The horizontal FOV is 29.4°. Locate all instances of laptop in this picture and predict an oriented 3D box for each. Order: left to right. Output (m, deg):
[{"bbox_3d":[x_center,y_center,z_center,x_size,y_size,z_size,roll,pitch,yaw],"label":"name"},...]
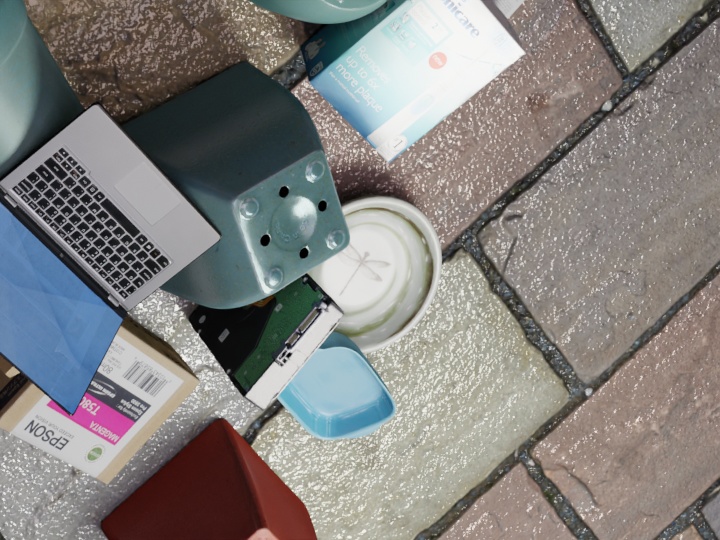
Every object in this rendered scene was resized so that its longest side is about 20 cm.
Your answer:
[{"bbox_3d":[-0.256,-0.009,1.272,0.199,0.116,0.187,-36,121,10],"label":"laptop"}]

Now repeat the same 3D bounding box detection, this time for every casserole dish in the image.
[{"bbox_3d":[-0.035,0.137,1.653,0.120,0.039,0.200,-21,139,13],"label":"casserole dish"}]

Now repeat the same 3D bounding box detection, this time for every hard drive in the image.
[{"bbox_3d":[-0.107,0.052,1.518,0.038,0.200,0.140,39,92,-33],"label":"hard drive"}]

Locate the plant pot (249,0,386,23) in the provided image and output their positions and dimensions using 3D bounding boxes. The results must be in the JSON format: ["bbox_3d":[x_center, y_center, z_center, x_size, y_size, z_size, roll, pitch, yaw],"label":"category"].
[{"bbox_3d":[-0.034,-0.345,1.402,0.198,0.161,0.203,-11,116,-22],"label":"plant pot"}]

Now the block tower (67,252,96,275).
[{"bbox_3d":[-0.358,-0.022,1.324,0.198,0.054,0.059,3,82,-30],"label":"block tower"}]

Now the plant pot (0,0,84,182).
[{"bbox_3d":[-0.367,-0.167,1.311,0.199,0.200,0.197,-38,132,-6],"label":"plant pot"}]

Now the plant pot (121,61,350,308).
[{"bbox_3d":[-0.118,-0.075,1.438,0.195,0.199,0.198,-32,123,-23],"label":"plant pot"}]

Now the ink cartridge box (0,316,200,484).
[{"bbox_3d":[-0.296,0.125,1.502,0.165,0.075,0.200,-48,141,0],"label":"ink cartridge box"}]

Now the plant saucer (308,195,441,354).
[{"bbox_3d":[0.000,0.000,1.637,0.198,0.050,0.203,-10,115,-22],"label":"plant saucer"}]

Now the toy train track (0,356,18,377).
[{"bbox_3d":[-0.290,0.032,1.402,0.200,0.115,0.033,-46,153,-8],"label":"toy train track"}]

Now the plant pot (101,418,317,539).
[{"bbox_3d":[-0.157,0.339,1.635,0.199,0.176,0.200,-41,123,-4],"label":"plant pot"}]

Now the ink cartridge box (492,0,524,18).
[{"bbox_3d":[0.137,-0.365,1.546,0.200,0.057,0.162,-49,123,-4],"label":"ink cartridge box"}]

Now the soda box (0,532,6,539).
[{"bbox_3d":[-0.454,0.278,1.525,0.063,0.071,0.201,-31,122,-12],"label":"soda box"}]

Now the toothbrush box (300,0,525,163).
[{"bbox_3d":[0.056,-0.241,1.504,0.199,0.086,0.146,-37,125,15],"label":"toothbrush box"}]
